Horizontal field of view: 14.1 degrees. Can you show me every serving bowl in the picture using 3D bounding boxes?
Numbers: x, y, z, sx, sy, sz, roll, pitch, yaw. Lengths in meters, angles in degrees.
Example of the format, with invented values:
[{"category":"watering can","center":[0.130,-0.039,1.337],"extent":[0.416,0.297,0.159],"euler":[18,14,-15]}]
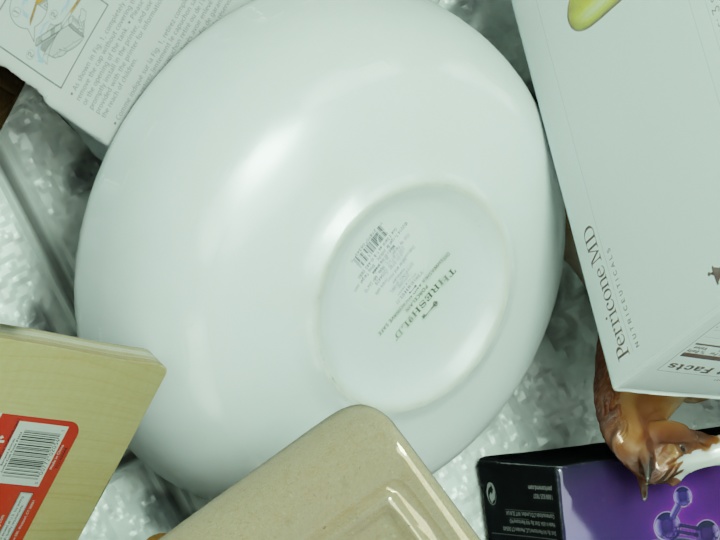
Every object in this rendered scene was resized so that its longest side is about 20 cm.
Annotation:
[{"category":"serving bowl","center":[0.000,0.000,1.032],"extent":[0.200,0.066,0.200],"euler":[-13,113,-32]}]

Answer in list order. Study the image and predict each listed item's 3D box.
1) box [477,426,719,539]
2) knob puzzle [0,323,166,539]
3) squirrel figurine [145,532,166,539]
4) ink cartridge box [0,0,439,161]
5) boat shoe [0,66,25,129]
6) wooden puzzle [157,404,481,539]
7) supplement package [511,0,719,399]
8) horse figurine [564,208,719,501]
[{"category":"box","center":[0.157,0.131,1.123],"extent":[0.200,0.079,0.141],"euler":[-7,93,-22]},{"category":"knob puzzle","center":[-0.184,0.085,0.949],"extent":[0.220,0.030,0.220],"euler":[-21,134,-23]},{"category":"squirrel figurine","center":[-0.027,0.178,1.009],"extent":[0.200,0.142,0.187],"euler":[-33,107,-12]},{"category":"ink cartridge box","center":[-0.061,-0.116,1.021],"extent":[0.200,0.050,0.161],"euler":[34,81,-38]},{"category":"boat shoe","center":[-0.133,-0.125,1.019],"extent":[0.072,0.072,0.200],"euler":[25,85,13]},{"category":"wooden puzzle","center":[-0.012,0.172,0.945],"extent":[0.185,0.037,0.200],"euler":[-36,92,3]},{"category":"supplement package","center":[0.157,-0.063,1.046],"extent":[0.156,0.111,0.200],"euler":[6,58,-33]},{"category":"horse figurine","center":[0.121,-0.012,1.109],"extent":[0.133,0.050,0.200],"euler":[-13,68,-21]}]
